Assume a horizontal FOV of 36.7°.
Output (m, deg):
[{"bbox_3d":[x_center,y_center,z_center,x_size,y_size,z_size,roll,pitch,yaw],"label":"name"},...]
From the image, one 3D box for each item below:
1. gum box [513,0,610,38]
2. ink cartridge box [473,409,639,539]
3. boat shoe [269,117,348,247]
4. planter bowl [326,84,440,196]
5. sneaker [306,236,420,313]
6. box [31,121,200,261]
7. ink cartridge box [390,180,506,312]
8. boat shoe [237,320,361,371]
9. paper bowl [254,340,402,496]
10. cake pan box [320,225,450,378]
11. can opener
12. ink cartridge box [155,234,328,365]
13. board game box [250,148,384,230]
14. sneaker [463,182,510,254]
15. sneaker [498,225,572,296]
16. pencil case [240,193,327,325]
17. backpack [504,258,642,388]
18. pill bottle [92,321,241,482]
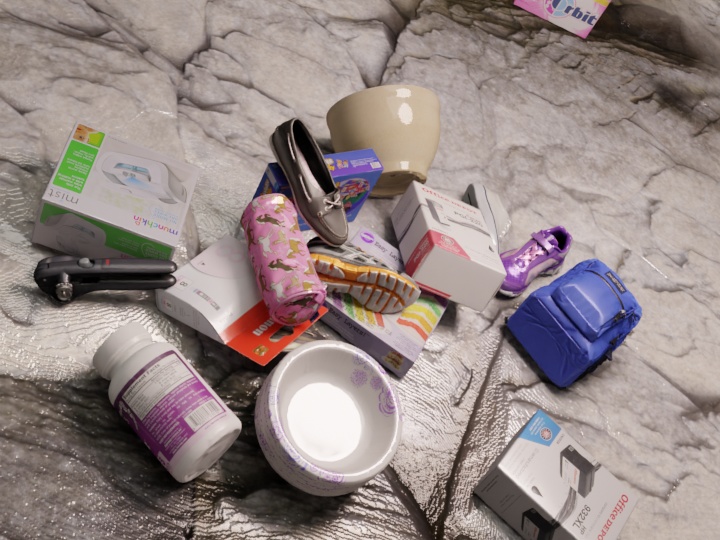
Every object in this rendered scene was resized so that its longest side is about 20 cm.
[{"bbox_3d":[0.444,-0.617,2.412,0.197,0.114,0.067,22,47,-10],"label":"gum box"},{"bbox_3d":[0.288,0.329,1.590,0.200,0.084,0.145,42,46,8],"label":"ink cartridge box"},{"bbox_3d":[-0.069,-0.131,1.606,0.066,0.057,0.202,-26,85,-44],"label":"boat shoe"},{"bbox_3d":[0.047,-0.207,1.832,0.197,0.200,0.137,1,71,-27],"label":"planter bowl"},{"bbox_3d":[0.000,0.000,1.643,0.197,0.079,0.078,20,38,-14],"label":"sneaker"},{"bbox_3d":[-0.354,-0.095,1.580,0.197,0.097,0.178,21,43,-12],"label":"box"},{"bbox_3d":[0.140,-0.042,1.764,0.144,0.085,0.201,22,27,-22],"label":"ink cartridge box"},{"bbox_3d":[-0.080,0.108,1.579,0.197,0.075,0.074,13,49,-20],"label":"boat shoe"},{"bbox_3d":[-0.049,0.206,1.483,0.197,0.104,0.204,11,60,-19],"label":"paper bowl"},{"bbox_3d":[0.031,0.043,1.708,0.199,0.053,0.185,36,44,3],"label":"cake pan box"},{"bbox_3d":[-0.352,0.003,1.502,0.196,0.064,0.080,-2,55,-7],"label":"can opener"},{"bbox_3d":[-0.169,0.037,1.561,0.198,0.058,0.162,22,40,27],"label":"ink cartridge box"},{"bbox_3d":[-0.075,-0.122,1.725,0.198,0.135,0.045,-12,60,-35],"label":"board game box"},{"bbox_3d":[0.229,-0.079,1.885,0.070,0.074,0.202,12,43,-15],"label":"sneaker"},{"bbox_3d":[0.298,-0.025,1.879,0.199,0.089,0.081,-25,69,-38],"label":"sneaker"},{"bbox_3d":[-0.112,-0.019,1.562,0.085,0.083,0.202,6,46,-34],"label":"pencil case"},{"bbox_3d":[0.375,0.074,1.789,0.199,0.168,0.164,-24,74,-43],"label":"backpack"},{"bbox_3d":[-0.256,0.166,1.413,0.200,0.113,0.112,46,47,13],"label":"pill bottle"}]
